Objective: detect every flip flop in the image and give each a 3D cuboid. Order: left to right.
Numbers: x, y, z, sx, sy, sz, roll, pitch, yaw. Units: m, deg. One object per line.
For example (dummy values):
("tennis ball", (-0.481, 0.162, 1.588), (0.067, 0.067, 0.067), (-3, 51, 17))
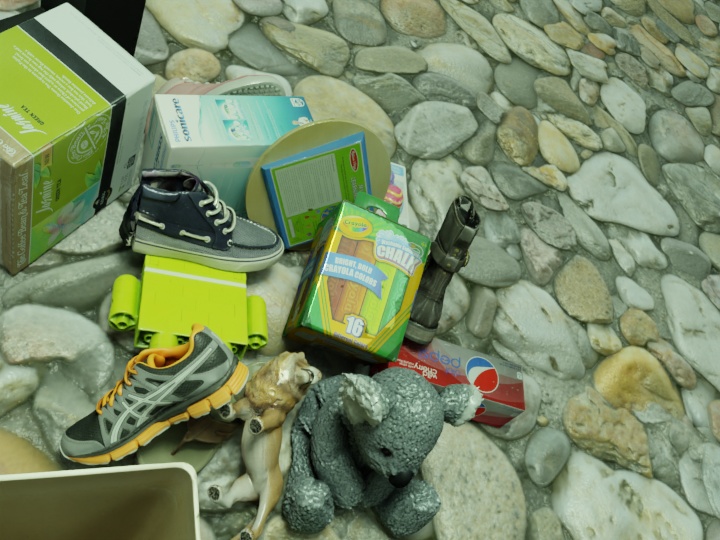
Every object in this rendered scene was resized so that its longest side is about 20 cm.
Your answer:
("flip flop", (-0.156, 0.155, 0.755), (0.199, 0.058, 0.081), (-29, 75, -38))

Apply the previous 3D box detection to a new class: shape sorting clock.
("shape sorting clock", (-0.052, -0.106, 0.892), (0.197, 0.202, 0.039), (2, 42, -26))

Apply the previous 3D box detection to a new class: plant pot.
("plant pot", (-0.239, 0.284, 0.548), (0.197, 0.177, 0.202), (3, 58, -26))

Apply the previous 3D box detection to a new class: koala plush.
("koala plush", (0.021, 0.168, 0.746), (0.175, 0.200, 0.186), (9, 55, -21))

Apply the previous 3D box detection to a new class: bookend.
("bookend", (-0.372, -0.302, 0.850), (0.092, 0.199, 0.200), (45, 51, 4))

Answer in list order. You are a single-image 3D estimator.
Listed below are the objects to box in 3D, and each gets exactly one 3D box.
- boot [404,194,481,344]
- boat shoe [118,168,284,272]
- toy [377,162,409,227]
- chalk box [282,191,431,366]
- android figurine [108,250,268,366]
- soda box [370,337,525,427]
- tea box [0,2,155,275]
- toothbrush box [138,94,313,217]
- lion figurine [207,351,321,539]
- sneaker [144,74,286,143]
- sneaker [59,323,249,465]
("boot", (0.104, -0.014, 0.891), (0.068, 0.176, 0.200), (20, 19, -7))
("boat shoe", (-0.175, -0.060, 0.819), (0.197, 0.093, 0.075), (5, 43, -26))
("toy", (0.028, -0.106, 1.028), (0.114, 0.047, 0.202), (15, 54, -20))
("chalk box", (0.000, 0.000, 0.852), (0.123, 0.124, 0.203), (20, 75, -13))
("android figurine", (-0.194, 0.040, 0.803), (0.179, 0.041, 0.202), (9, 41, -22))
("soda box", (0.113, 0.139, 0.901), (0.197, 0.064, 0.071), (18, 52, -15))
("tea box", (-0.349, -0.140, 0.756), (0.133, 0.200, 0.197), (39, 51, 1))
("toothbrush box", (-0.167, -0.140, 0.885), (0.198, 0.147, 0.086), (-9, 61, -30))
("lion figurine", (-0.103, 0.187, 0.734), (0.071, 0.203, 0.122), (15, 5, 17))
("sneaker", (-0.199, -0.228, 0.927), (0.198, 0.076, 0.106), (-22, 53, 8))
("sneaker", (-0.212, 0.120, 0.689), (0.198, 0.078, 0.078), (-28, 110, -1))
